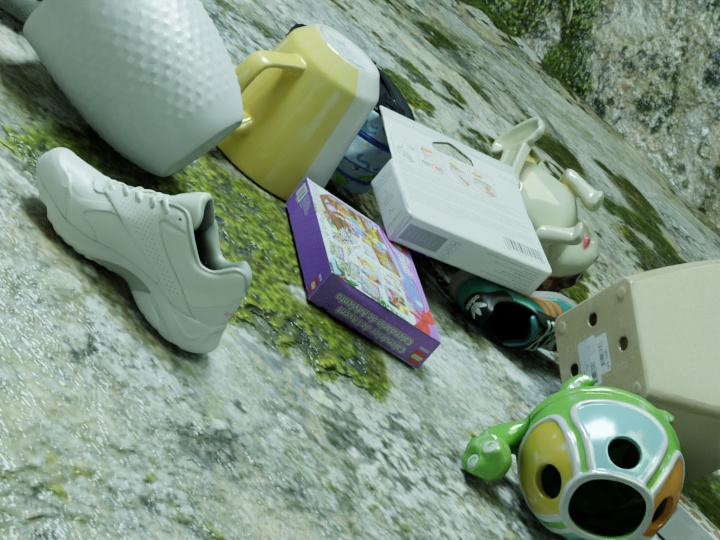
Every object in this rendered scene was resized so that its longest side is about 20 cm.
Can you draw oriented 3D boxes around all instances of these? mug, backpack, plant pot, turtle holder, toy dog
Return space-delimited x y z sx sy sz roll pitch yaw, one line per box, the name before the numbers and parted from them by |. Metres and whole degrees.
mug | -0.186 -0.182 1.448 0.176 0.148 0.200 55 10 -1
backpack | -0.014 -0.179 1.835 0.163 0.154 0.200 34 0 -33
plant pot | 0.320 0.100 1.695 0.177 0.200 0.200 8 64 -30
mug | -0.062 -0.167 1.652 0.149 0.153 0.187 40 18 -6
turtle holder | 0.199 0.170 1.418 0.185 0.141 0.132 39 19 -10
toy dog | 0.211 -0.055 1.996 0.200 0.194 0.140 44 43 -23

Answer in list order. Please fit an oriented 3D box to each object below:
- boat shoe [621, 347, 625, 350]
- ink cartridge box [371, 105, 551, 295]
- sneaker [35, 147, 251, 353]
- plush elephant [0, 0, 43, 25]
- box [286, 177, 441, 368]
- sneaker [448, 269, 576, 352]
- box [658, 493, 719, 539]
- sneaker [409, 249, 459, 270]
boat shoe | 0.290 0.110 1.882 0.072 0.072 0.200 37 13 29
ink cartridge box | 0.102 -0.075 1.741 0.200 0.045 0.176 22 35 -31
sneaker | -0.159 -0.036 1.225 0.200 0.099 0.078 43 18 4
plush elephant | -0.330 -0.336 1.453 0.200 0.155 0.165 27 -10 -9
box | 0.000 0.000 1.571 0.137 0.039 0.200 33 19 -24
sneaker | 0.185 0.062 1.774 0.200 0.071 0.080 21 29 -34
box | 0.368 0.299 1.628 0.200 0.041 0.039 44 18 12
sneaker | 0.118 -0.032 1.844 0.100 0.070 0.200 46 19 7
